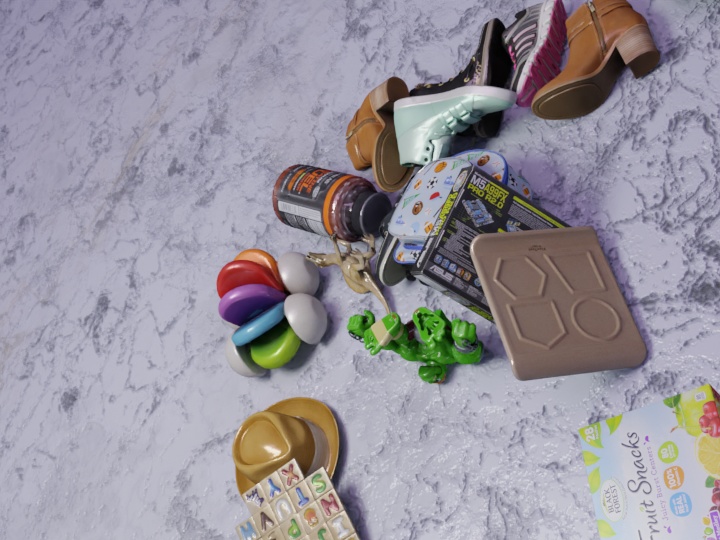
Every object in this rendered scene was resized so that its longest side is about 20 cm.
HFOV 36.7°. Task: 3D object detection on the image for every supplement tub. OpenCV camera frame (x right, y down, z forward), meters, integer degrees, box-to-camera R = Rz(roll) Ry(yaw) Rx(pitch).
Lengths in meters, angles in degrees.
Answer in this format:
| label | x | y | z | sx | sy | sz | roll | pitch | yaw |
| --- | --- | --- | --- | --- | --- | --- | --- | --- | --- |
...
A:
| label | x | y | z | sx | sy | sz | roll | pitch | yaw |
| --- | --- | --- | --- | --- | --- | --- | --- | --- | --- |
| supplement tub | -0.042 | -0.105 | 1.724 | 0.199 | 0.107 | 0.108 | 16 | 75 | 43 |

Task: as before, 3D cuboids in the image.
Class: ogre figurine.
| label | x | y | z | sx | sy | sz | roll | pitch | yaw |
| --- | --- | --- | --- | --- | --- | --- | --- | --- | --- |
| ogre figurine | 0.091 | 0.095 | 1.483 | 0.199 | 0.120 | 0.099 | -21 | 57 | 30 |

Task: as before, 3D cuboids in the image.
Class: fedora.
| label | x | y | z | sx | sy | sz | roll | pitch | yaw |
| --- | --- | --- | --- | --- | --- | --- | --- | --- | --- |
| fedora | -0.124 | 0.262 | 1.581 | 0.199 | 0.082 | 0.202 | -20 | 54 | 29 |

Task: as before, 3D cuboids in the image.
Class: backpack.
| label | x | y | z | sx | sy | sz | roll | pitch | yaw |
| --- | --- | --- | --- | --- | --- | --- | --- | --- | --- |
| backpack | 0.144 | -0.078 | 1.532 | 0.199 | 0.154 | 0.191 | 8 | 60 | 44 |

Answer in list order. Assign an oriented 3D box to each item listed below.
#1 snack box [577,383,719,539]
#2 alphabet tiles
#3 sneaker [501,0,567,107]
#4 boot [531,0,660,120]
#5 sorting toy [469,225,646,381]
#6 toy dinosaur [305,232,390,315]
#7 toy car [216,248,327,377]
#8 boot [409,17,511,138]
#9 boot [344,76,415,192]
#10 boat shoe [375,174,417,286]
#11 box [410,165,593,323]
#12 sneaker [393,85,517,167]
| label | x | y | z | sx | sy | sz | roll | pitch | yaw |
| --- | --- | --- | --- | --- | --- | --- | --- | --- | --- |
| snack box | 0.347 | 0.251 | 1.214 | 0.168 | 0.068 | 0.201 | -24 | 50 | 26 |
| alphabet tiles | -0.084 | 0.371 | 1.488 | 0.166 | 0.006 | 0.201 | -36 | 68 | 16 |
| sneaker | 0.252 | -0.325 | 1.643 | 0.087 | 0.074 | 0.201 | -3 | 58 | 38 |
| boot | 0.322 | -0.314 | 1.580 | 0.199 | 0.074 | 0.156 | -25 | 51 | 10 |
| sorting toy | 0.245 | 0.040 | 1.366 | 0.037 | 0.183 | 0.201 | 112 | 149 | -55 |
| toy dinosaur | 0.000 | 0.000 | 1.646 | 0.058 | 0.102 | 0.200 | -28 | 49 | -32 |
| toy car | -0.157 | 0.054 | 1.689 | 0.174 | 0.150 | 0.201 | -30 | 49 | 21 |
| boot | 0.154 | -0.294 | 1.704 | 0.150 | 0.073 | 0.202 | -4 | 70 | 37 |
| boot | 0.020 | -0.192 | 1.723 | 0.155 | 0.076 | 0.202 | -37 | 52 | 56 |
| boat shoe | 0.063 | -0.067 | 1.633 | 0.066 | 0.074 | 0.201 | 13 | 70 | 37 |
| box | 0.186 | -0.018 | 1.422 | 0.161 | 0.199 | 0.044 | -63 | 15 | -10 |
| sneaker | 0.142 | -0.203 | 1.600 | 0.199 | 0.074 | 0.119 | -6 | 83 | 33 |
